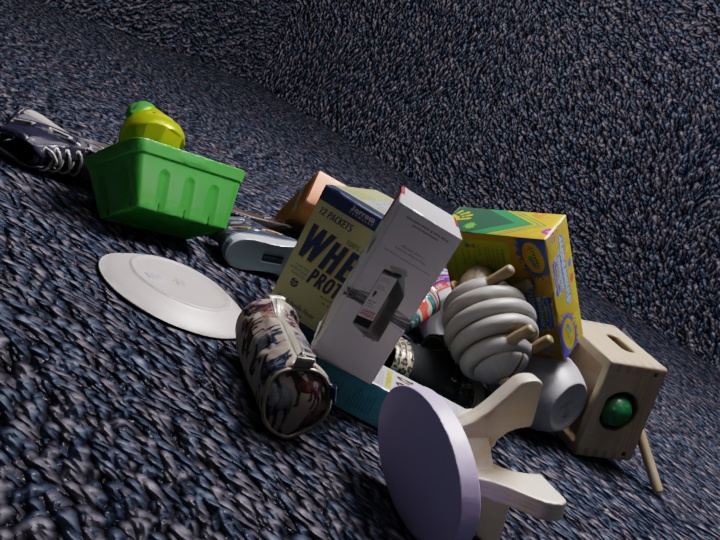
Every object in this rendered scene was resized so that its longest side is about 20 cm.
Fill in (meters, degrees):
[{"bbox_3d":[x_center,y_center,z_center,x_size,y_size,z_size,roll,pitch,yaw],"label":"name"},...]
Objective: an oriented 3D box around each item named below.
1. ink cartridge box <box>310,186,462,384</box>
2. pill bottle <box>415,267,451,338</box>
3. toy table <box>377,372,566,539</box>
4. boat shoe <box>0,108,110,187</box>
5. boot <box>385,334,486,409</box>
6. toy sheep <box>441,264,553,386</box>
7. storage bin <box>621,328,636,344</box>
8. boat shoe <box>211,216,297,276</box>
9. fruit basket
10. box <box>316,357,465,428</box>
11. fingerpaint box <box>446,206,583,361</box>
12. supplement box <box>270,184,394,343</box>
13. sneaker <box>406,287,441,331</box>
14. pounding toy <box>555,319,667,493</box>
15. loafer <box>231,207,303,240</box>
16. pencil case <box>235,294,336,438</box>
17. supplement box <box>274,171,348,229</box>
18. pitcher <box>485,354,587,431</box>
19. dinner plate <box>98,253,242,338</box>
[{"bbox_3d":[0.031,0.014,1.097,0.083,0.200,0.147,30,13,-3],"label":"ink cartridge box"},{"bbox_3d":[0.114,0.041,1.600,0.111,0.112,0.200,20,15,-32],"label":"pill bottle"},{"bbox_3d":[0.103,0.187,0.906,0.117,0.184,0.200,4,30,-22],"label":"toy table"},{"bbox_3d":[-0.433,-0.160,1.361,0.199,0.075,0.093,25,26,-4],"label":"boat shoe"},{"bbox_3d":[0.080,0.120,1.281,0.153,0.074,0.204,29,15,-22],"label":"boot"},{"bbox_3d":[0.174,0.079,1.232,0.138,0.138,0.200,19,45,-35],"label":"toy sheep"},{"bbox_3d":[0.404,0.186,1.634,0.134,0.146,0.200,1,11,6],"label":"storage bin"},{"bbox_3d":[-0.134,-0.035,1.458,0.200,0.071,0.091,16,21,-36],"label":"boat shoe"},{"bbox_3d":[-0.285,-0.159,1.348,0.155,0.216,0.215,-11,-17,40],"label":"fruit basket"},{"bbox_3d":[0.035,0.156,1.115,0.200,0.049,0.082,28,12,-1],"label":"box"},{"bbox_3d":[0.214,0.016,1.323,0.166,0.201,0.073,7,36,36],"label":"fingerpaint box"},{"bbox_3d":[0.000,0.000,1.312,0.134,0.200,0.200,31,12,18],"label":"supplement box"},{"bbox_3d":[0.023,0.044,1.485,0.199,0.071,0.093,17,40,31],"label":"sneaker"},{"bbox_3d":[0.379,0.202,1.422,0.142,0.185,0.200,10,18,-20],"label":"pounding toy"},{"bbox_3d":[-0.146,-0.058,1.524,0.200,0.073,0.071,25,12,-17],"label":"loafer"},{"bbox_3d":[-0.085,0.096,1.011,0.078,0.090,0.200,22,13,-23],"label":"pencil case"},{"bbox_3d":[-0.090,-0.091,1.554,0.066,0.069,0.200,28,-28,-16],"label":"supplement box"},{"bbox_3d":[0.256,0.142,1.408,0.171,0.122,0.200,-29,41,-24],"label":"pitcher"},{"bbox_3d":[-0.225,0.023,1.156,0.200,0.024,0.200,26,13,-6],"label":"dinner plate"}]
